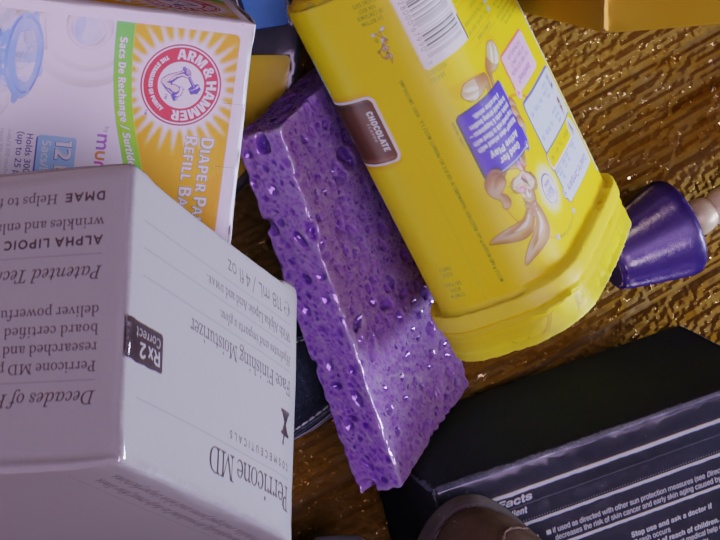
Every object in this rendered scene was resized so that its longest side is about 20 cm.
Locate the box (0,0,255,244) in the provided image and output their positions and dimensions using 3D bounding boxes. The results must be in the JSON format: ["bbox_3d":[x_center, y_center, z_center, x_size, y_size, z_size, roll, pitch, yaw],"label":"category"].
[{"bbox_3d":[-0.157,-0.082,1.121,0.199,0.101,0.113,6,103,-13],"label":"box"}]

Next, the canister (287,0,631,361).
[{"bbox_3d":[0.052,-0.076,1.214,0.086,0.149,0.200,-19,108,26],"label":"canister"}]

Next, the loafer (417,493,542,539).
[{"bbox_3d":[0.112,0.190,1.200,0.200,0.071,0.073,34,91,-21],"label":"loafer"}]

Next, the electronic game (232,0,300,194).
[{"bbox_3d":[-0.125,-0.110,1.197,0.199,0.042,0.201,-4,103,-19],"label":"electronic game"}]

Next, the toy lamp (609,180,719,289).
[{"bbox_3d":[0.221,-0.046,1.329,0.200,0.058,0.058,-24,108,-15],"label":"toy lamp"}]

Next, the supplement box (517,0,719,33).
[{"bbox_3d":[0.182,-0.235,1.231,0.197,0.133,0.201,-6,103,-18],"label":"supplement box"}]

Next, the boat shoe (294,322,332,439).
[{"bbox_3d":[-0.067,0.081,1.232,0.200,0.091,0.071,-27,109,-13],"label":"boat shoe"}]

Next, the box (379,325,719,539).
[{"bbox_3d":[0.130,0.159,1.301,0.199,0.123,0.199,-17,108,-14],"label":"box"}]

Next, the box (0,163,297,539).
[{"bbox_3d":[-0.153,0.050,1.083,0.199,0.199,0.131,-4,73,19],"label":"box"}]

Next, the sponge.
[{"bbox_3d":[0.000,0.000,1.231,0.030,0.112,0.201,-9,110,28],"label":"sponge"}]

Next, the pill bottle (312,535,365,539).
[{"bbox_3d":[-0.091,0.190,1.234,0.199,0.116,0.116,-2,102,-20],"label":"pill bottle"}]
